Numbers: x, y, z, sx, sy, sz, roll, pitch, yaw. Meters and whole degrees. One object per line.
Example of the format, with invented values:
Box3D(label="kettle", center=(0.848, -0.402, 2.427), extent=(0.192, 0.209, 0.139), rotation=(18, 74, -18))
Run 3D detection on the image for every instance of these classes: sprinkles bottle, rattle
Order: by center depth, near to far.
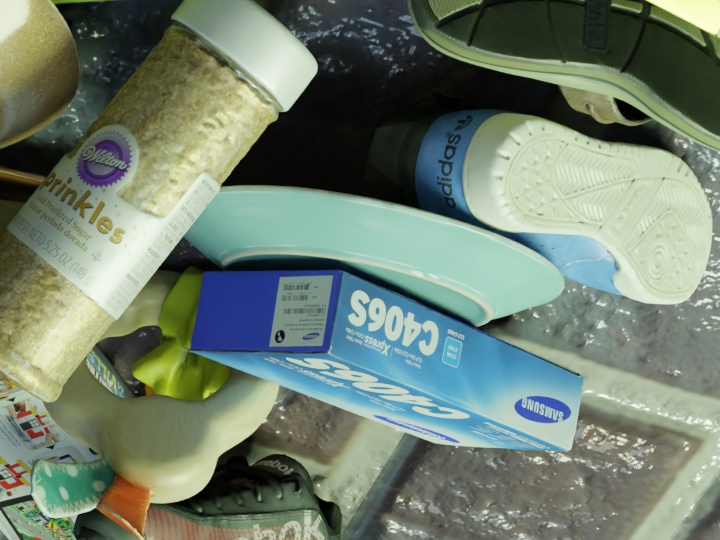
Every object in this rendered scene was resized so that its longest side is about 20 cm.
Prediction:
Box3D(label="sprinkles bottle", center=(-0.104, -0.036, 1.091), extent=(0.068, 0.068, 0.200), rotation=(41, 85, -31))
Box3D(label="rattle", center=(-0.115, 0.101, 1.228), extent=(0.130, 0.200, 0.143), rotation=(18, 131, -14))

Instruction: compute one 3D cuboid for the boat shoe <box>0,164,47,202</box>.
Box3D(label="boat shoe", center=(-0.202, -0.028, 1.190), extent=(0.199, 0.072, 0.068), rotation=(8, 153, -13))

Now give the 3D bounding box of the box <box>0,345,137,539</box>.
Box3D(label="box", center=(-0.183, 0.081, 1.326), extent=(0.110, 0.035, 0.200), rotation=(-18, 130, 18))

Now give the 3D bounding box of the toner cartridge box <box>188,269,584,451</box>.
Box3D(label="toner cartridge box", center=(0.017, 0.047, 1.213), extent=(0.095, 0.043, 0.200), rotation=(1, 164, 42))

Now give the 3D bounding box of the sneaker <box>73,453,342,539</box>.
Box3D(label="sneaker", center=(-0.077, 0.140, 1.320), extent=(0.071, 0.098, 0.200), rotation=(17, 174, 41))

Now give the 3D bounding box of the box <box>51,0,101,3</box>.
Box3D(label="box", center=(-0.144, -0.207, 1.046), extent=(0.122, 0.048, 0.200), rotation=(-3, 134, 4))

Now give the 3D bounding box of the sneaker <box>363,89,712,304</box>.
Box3D(label="sneaker", center=(0.084, -0.036, 1.188), extent=(0.111, 0.077, 0.200), rotation=(11, 177, 41))

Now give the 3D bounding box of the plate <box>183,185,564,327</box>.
Box3D(label="plate", center=(0.000, 0.000, 1.177), extent=(0.199, 0.026, 0.200), rotation=(10, 167, 2))

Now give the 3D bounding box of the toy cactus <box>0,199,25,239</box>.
Box3D(label="toy cactus", center=(-0.226, -0.013, 1.121), extent=(0.164, 0.102, 0.201), rotation=(-2, 118, -17))

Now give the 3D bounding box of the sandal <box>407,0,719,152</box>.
Box3D(label="sandal", center=(0.114, -0.106, 1.126), extent=(0.200, 0.080, 0.057), rotation=(18, 159, -12))

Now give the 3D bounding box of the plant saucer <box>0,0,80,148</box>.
Box3D(label="plant saucer", center=(-0.230, -0.104, 1.109), extent=(0.200, 0.036, 0.200), rotation=(12, 151, 7))

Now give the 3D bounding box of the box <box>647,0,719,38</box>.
Box3D(label="box", center=(0.131, -0.161, 1.065), extent=(0.200, 0.050, 0.075), rotation=(25, 109, -19))
